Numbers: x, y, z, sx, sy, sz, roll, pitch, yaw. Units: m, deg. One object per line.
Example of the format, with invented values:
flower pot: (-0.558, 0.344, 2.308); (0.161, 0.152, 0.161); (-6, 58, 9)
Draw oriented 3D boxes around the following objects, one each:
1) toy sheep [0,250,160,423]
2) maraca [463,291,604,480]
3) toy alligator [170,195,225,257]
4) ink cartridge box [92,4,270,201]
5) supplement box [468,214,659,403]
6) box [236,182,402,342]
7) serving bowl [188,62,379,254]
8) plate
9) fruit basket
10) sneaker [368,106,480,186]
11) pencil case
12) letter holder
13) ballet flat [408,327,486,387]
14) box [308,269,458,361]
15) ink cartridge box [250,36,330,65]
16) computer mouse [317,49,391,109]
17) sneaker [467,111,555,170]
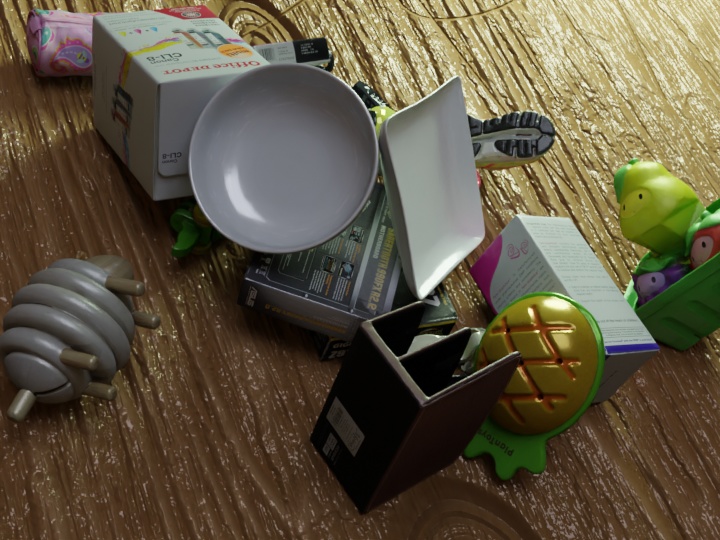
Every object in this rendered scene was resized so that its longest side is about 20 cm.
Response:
toy sheep: (-0.281, 0.063, 1.170); (0.138, 0.138, 0.200); (27, 53, 4)
maraca: (0.174, 0.118, 1.256); (0.137, 0.200, 0.107); (30, 7, 31)
toy alligator: (-0.154, -0.076, 1.376); (0.054, 0.059, 0.200); (41, 50, 15)
ink cartridge box: (-0.201, -0.193, 1.364); (0.145, 0.145, 0.200); (-12, 38, -29)
supplement box: (0.227, 0.043, 1.367); (0.103, 0.101, 0.200); (-1, 51, -42)
box: (-0.032, -0.024, 1.319); (0.158, 0.048, 0.200); (18, 49, -4)
serving bowl: (-0.075, -0.111, 1.262); (0.200, 0.066, 0.200); (-1, 83, 9)
plate: (0.075, -0.094, 1.326); (0.032, 0.200, 0.200); (-1, 22, 28)
fruit basket: (0.371, -0.033, 1.426); (0.215, 0.216, 0.156); (28, 48, 5)
sneaker: (0.075, -0.139, 1.418); (0.200, 0.090, 0.078); (34, 53, -51)
pencil case: (-0.304, -0.281, 1.479); (0.200, 0.087, 0.087); (-6, 54, -22)
letter holder: (0.055, 0.124, 1.186); (0.142, 0.200, 0.101); (-21, 61, -33)
ballet flat: (0.101, 0.096, 1.316); (0.200, 0.073, 0.073); (0, 52, -20)
box: (0.000, 0.000, 1.375); (0.160, 0.049, 0.200); (-6, 54, -26)
ink cartridge box: (-0.124, -0.247, 1.456); (0.095, 0.200, 0.037); (-14, 96, -28)
computer mouse: (-0.018, -0.234, 1.565); (0.034, 0.059, 0.200); (-8, 49, -45)
sneaker: (0.145, -0.159, 1.538); (0.200, 0.090, 0.078); (5, 81, 8)
